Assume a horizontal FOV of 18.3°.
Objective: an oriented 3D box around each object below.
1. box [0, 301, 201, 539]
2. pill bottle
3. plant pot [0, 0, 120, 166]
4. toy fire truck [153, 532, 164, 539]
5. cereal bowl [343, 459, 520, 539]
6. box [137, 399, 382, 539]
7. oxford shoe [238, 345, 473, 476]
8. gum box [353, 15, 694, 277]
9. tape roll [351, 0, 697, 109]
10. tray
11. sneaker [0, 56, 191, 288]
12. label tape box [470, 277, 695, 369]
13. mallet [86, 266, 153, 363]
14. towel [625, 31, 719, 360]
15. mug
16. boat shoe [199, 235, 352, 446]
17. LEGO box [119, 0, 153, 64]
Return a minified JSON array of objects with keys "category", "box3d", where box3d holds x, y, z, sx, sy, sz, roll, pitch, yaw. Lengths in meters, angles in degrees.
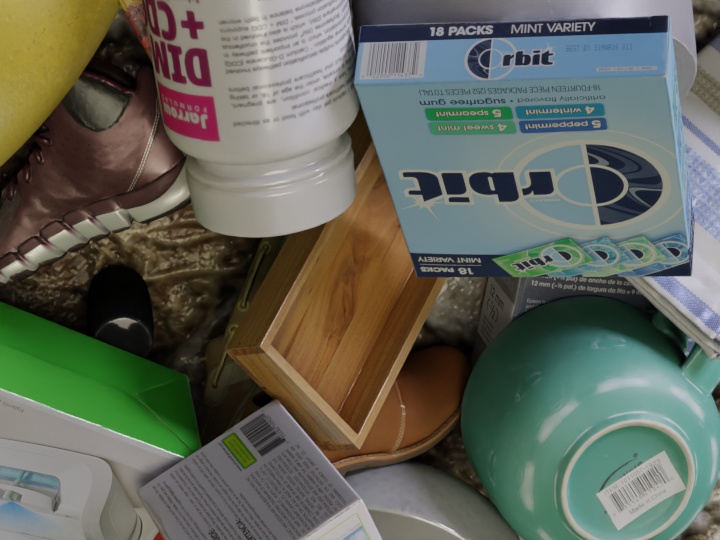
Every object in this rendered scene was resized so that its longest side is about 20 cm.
[{"category":"box","box3d":[-0.225,0.118,1.345,0.200,0.097,0.177,24,115,-26]},{"category":"pill bottle","box3d":[-0.060,-0.128,1.233,0.113,0.113,0.201,-12,116,-8]},{"category":"plant pot","box3d":[-0.218,-0.155,1.228,0.142,0.200,0.200,-31,117,-5]},{"category":"toy fire truck","box3d":[-0.116,0.223,1.457,0.141,0.049,0.200,30,134,-14]},{"category":"cereal bowl","box3d":[0.020,0.190,1.477,0.199,0.083,0.201,10,136,9]},{"category":"box","box3d":[-0.034,0.195,1.329,0.101,0.113,0.200,-33,132,-10]},{"category":"oxford shoe","box3d":[0.004,0.080,1.413,0.200,0.071,0.072,-22,128,-42]},{"category":"gum box","box3d":[0.098,-0.065,1.271,0.169,0.045,0.200,0,149,12]},{"category":"tape roll","box3d":[0.096,-0.135,1.312,0.199,0.200,0.066,0,73,-14]},{"category":"tray","box3d":[0.000,0.000,1.365,0.099,0.037,0.200,48,56,-30]},{"category":"sneaker","box3d":[-0.192,-0.067,1.334,0.199,0.076,0.116,-23,107,11]},{"category":"label tape box","box3d":[0.159,0.013,1.465,0.143,0.066,0.201,5,110,-16]},{"category":"mallet","box3d":[-0.149,0.089,1.443,0.041,0.066,0.201,-5,129,-6]},{"category":"towel","box3d":[0.231,-0.055,1.395,0.147,0.024,0.200,42,69,9]},{"category":"mug","box3d":[0.153,0.093,1.397,0.151,0.114,0.186,7,111,-17]},{"category":"boat shoe","box3d":[-0.064,0.059,1.428,0.074,0.066,0.201,13,106,-58]},{"category":"LEGO box","box3d":[-0.064,-0.226,1.296,0.200,0.077,0.149,-28,117,0]}]
